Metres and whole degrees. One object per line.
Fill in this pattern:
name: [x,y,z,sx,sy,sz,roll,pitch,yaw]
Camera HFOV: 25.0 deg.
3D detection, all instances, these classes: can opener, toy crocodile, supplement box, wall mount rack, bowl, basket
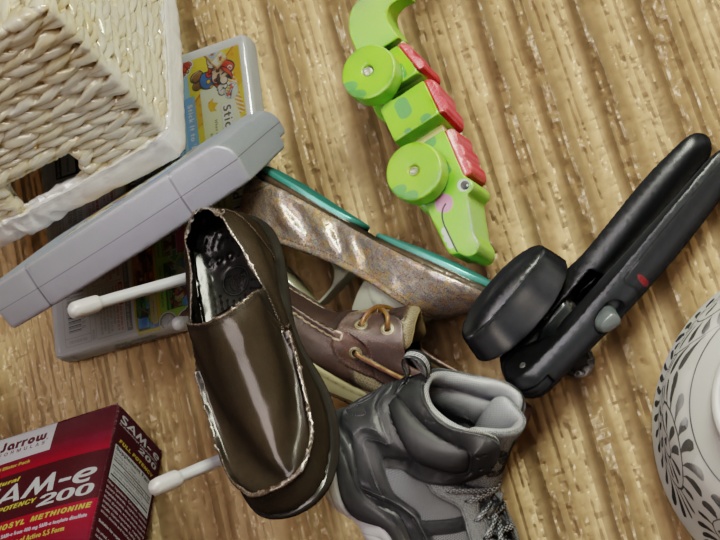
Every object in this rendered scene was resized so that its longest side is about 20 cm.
can opener: [0.154,-0.003,0.985,0.200,0.079,0.063,-42,47,1]
toy crocodile: [0.042,-0.093,1.059,0.062,0.067,0.201,-30,66,15]
supplement box: [-0.202,0.191,1.059,0.108,0.061,0.201,-18,39,20]
wall mount rack: [-0.094,0.066,1.012,0.074,0.174,0.201,-30,77,10]
bowl: [0.247,0.078,0.902,0.200,0.094,0.202,-7,74,25]
basket: [-0.244,-0.151,1.130,0.197,0.161,0.201,-24,49,17]

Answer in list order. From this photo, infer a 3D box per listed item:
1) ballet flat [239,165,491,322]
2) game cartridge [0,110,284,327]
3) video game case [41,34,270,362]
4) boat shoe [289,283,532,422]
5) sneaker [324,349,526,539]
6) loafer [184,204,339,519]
ballet flat: [0.000,0.000,1.056,0.199,0.068,0.068,28,94,28]
game cartridge: [-0.147,-0.035,1.075,0.199,0.133,0.042,-31,95,17]
video game case: [-0.146,-0.051,1.166,0.181,0.023,0.201,-16,70,22]
boat shoe: [0.015,0.050,1.004,0.200,0.072,0.072,35,104,7]
sneaker: [0.069,0.135,0.936,0.200,0.076,0.114,44,122,-2]
loafer: [-0.071,0.048,0.936,0.073,0.071,0.201,-27,60,14]
